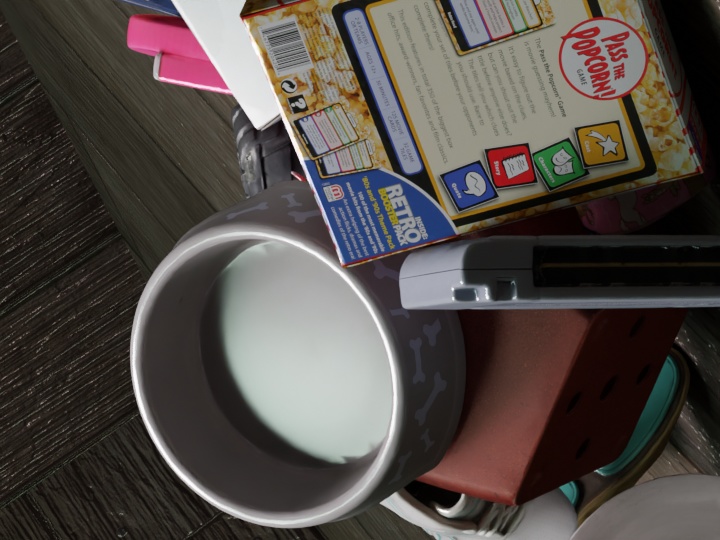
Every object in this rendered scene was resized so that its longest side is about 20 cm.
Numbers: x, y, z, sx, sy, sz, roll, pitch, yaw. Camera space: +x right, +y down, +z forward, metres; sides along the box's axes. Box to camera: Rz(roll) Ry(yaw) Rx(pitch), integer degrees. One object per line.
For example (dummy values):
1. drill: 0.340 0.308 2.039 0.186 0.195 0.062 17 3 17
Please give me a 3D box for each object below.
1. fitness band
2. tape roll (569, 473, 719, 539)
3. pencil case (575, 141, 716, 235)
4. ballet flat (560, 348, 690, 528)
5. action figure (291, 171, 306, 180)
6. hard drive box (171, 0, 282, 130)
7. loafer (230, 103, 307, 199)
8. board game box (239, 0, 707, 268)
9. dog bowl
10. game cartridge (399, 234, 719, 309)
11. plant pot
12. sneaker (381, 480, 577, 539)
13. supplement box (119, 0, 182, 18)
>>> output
1. fitness band: -0.051 -0.130 1.808 0.199 0.038 0.143 12 -171 22
2. tape roll: 0.211 0.231 1.800 0.203 0.202 0.071 54 171 15
3. pencil case: 0.111 -0.116 1.509 0.201 0.086 0.083 61 -160 -22
4. ballet flat: 0.150 0.130 1.877 0.069 0.200 0.063 47 -166 30
5. action figure: 0.000 0.000 1.829 0.099 0.065 0.201 35 132 22
6. hard drive box: -0.024 -0.187 1.589 0.077 0.200 0.156 -33 91 39
7. loafer: -0.039 -0.043 1.867 0.201 0.070 0.068 84 176 -56
8. board game box: 0.059 -0.098 1.454 0.046 0.199 0.152 -72 -36 -59
9. dog bowl: -0.042 0.053 1.616 0.201 0.200 0.059 56 -151 4
10. game cartridge: 0.127 0.002 1.503 0.133 0.198 0.041 158 111 -73
11. plant pot: 0.078 0.025 1.683 0.176 0.201 0.199 34 -154 24
12. sneaker: 0.063 0.142 1.776 0.199 0.071 0.080 25 -176 -33
13. supplement box: -0.151 -0.278 1.829 0.133 0.201 0.200 13 -172 -22
